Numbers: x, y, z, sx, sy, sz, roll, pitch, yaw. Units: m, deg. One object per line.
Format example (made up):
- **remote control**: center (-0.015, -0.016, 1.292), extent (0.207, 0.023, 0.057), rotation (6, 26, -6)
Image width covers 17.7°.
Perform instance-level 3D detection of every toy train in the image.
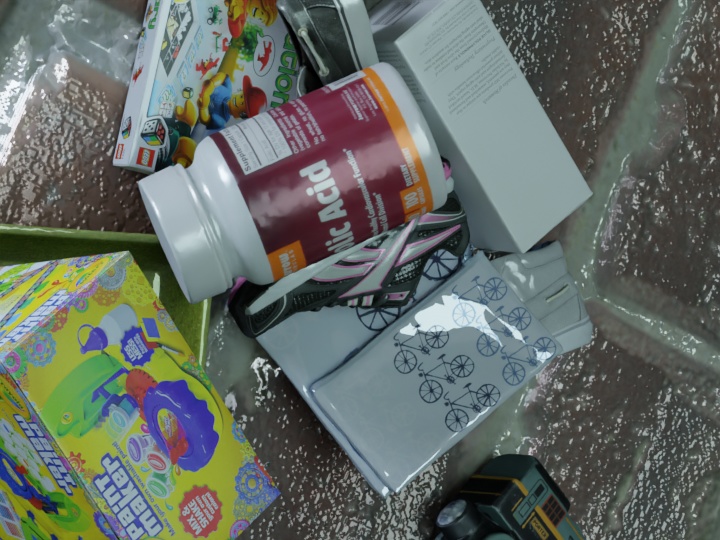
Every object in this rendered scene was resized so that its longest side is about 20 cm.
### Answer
- **toy train**: center (0.141, 0.243, 1.855), extent (0.114, 0.085, 0.200), rotation (-49, 114, -26)

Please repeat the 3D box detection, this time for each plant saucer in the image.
- **plant saucer**: center (-0.213, 0.069, 1.681), extent (0.199, 0.048, 0.201), rotation (4, 93, -27)

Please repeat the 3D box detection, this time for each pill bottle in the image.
- **pill bottle**: center (-0.049, -0.059, 1.645), extent (0.199, 0.114, 0.115), rotation (-24, 106, -7)

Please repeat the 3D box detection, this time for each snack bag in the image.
- **snack bag**: center (0.027, 0.042, 1.770), extent (0.188, 0.021, 0.200), rotation (-38, 84, -19)

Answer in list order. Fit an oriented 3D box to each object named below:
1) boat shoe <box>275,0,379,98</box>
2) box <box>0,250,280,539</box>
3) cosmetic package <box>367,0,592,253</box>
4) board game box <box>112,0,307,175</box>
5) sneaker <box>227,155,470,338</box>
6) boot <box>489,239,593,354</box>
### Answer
- **boat shoe**: center (-0.019, -0.138, 1.724), extent (0.064, 0.071, 0.200), rotation (-31, 136, -12)
- **box**: center (-0.193, 0.108, 1.548), extent (0.122, 0.192, 0.201), rotation (-42, 112, -31)
- **cosmetic package**: center (0.079, -0.117, 1.781), extent (0.085, 0.107, 0.200), rotation (-41, 113, -19)
- **board game box**: center (-0.102, -0.161, 1.723), extent (0.126, 0.035, 0.201), rotation (13, 89, -29)
- **sneaker**: center (0.000, 0.000, 1.730), extent (0.199, 0.080, 0.087), rotation (-32, 107, -5)
- **boot**: center (0.088, 0.042, 1.830), extent (0.199, 0.073, 0.096), rotation (-21, 94, -29)
